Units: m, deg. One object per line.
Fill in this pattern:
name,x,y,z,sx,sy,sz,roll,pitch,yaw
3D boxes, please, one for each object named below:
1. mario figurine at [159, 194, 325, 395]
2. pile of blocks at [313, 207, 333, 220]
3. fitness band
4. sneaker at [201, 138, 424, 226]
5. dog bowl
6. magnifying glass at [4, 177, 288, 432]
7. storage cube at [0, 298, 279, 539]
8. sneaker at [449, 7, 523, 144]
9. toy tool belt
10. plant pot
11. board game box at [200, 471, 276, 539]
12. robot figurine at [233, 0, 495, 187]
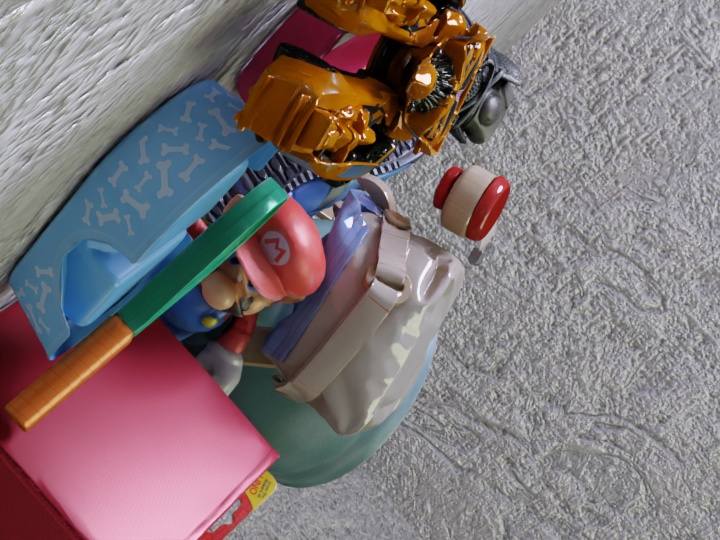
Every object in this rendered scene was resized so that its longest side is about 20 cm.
mario figurine,-0.107,0.012,1.046,0.199,0.123,0.107,-25,-127,40
pile of blocks,-0.054,-0.063,1.324,0.062,0.082,0.200,-41,180,39
fitness band,-0.008,-0.136,0.955,0.143,0.037,0.200,-42,179,0
sneaker,-0.042,-0.067,1.152,0.199,0.066,0.078,-24,167,-25
dog bowl,-0.118,-0.028,0.867,0.200,0.050,0.111,-43,180,43
magnifying glass,-0.118,0.017,0.925,0.200,0.022,0.080,-44,-179,-17
storage cube,-0.194,0.127,1.014,0.171,0.180,0.200,-41,-179,36
sneaker,0.064,-0.149,1.167,0.076,0.114,0.199,-46,178,6
toy tool belt,0.000,0.000,1.090,0.201,0.122,0.125,-61,167,5
plant pot,-0.059,0.042,1.219,0.199,0.134,0.202,-28,-136,31
board game box,-0.155,0.108,1.160,0.095,0.200,0.030,-41,173,-27
robot figurine,0.011,-0.102,0.822,0.146,0.058,0.200,-64,162,11
